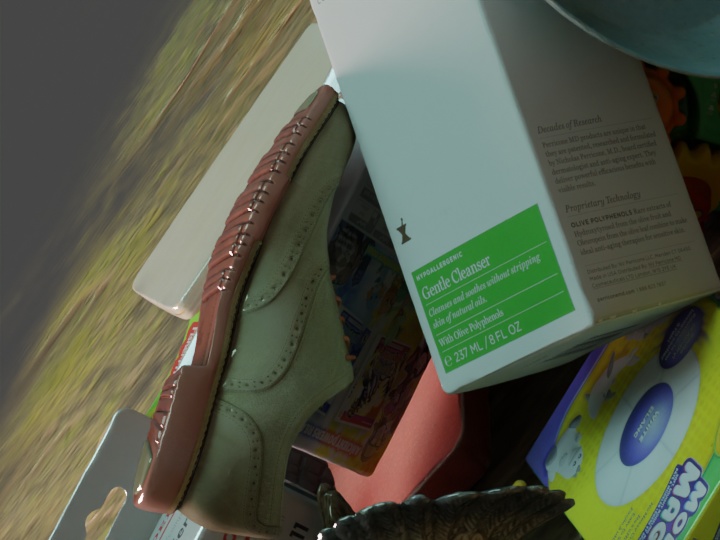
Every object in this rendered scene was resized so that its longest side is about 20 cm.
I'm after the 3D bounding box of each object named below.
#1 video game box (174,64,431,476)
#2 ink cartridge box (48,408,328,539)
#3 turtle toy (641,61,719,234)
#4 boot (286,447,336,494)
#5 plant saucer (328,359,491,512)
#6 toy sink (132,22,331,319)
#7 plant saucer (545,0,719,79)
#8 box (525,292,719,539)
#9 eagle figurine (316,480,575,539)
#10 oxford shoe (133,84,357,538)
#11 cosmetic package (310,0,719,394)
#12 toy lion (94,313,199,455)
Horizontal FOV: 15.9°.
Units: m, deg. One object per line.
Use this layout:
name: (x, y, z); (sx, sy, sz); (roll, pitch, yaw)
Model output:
video game box: (0.000, 0.000, 1.249); (0.183, 0.047, 0.200); (-65, -22, -3)
ink cartridge box: (-0.045, 0.158, 1.194); (0.118, 0.199, 0.067); (-62, 19, -1)
turtle toy: (0.117, -0.051, 1.191); (0.200, 0.145, 0.101); (-47, 45, 39)
boot: (-0.075, 0.181, 1.342); (0.132, 0.070, 0.200); (-52, 17, 37)
plant saucer: (0.011, 0.095, 1.390); (0.200, 0.037, 0.200); (-51, 22, 31)
toy sink: (-0.025, -0.034, 1.524); (0.200, 0.112, 0.130); (-56, 17, -5)
plant saucer: (0.114, -0.159, 1.074); (0.039, 0.200, 0.202); (-43, 26, 52)
box: (0.139, 0.076, 1.069); (0.118, 0.048, 0.200); (-59, 21, 8)
eagle figurine: (0.029, 0.147, 1.074); (0.200, 0.151, 0.152); (-161, 82, -69)
oxford shoe: (-0.034, 0.019, 1.125); (0.071, 0.074, 0.201); (172, 119, -80)
cosmetic package: (0.062, -0.062, 1.098); (0.107, 0.085, 0.201); (-31, 76, 50)
toy lion: (-0.080, 0.077, 1.625); (0.191, 0.069, 0.201); (-6, 58, 59)
